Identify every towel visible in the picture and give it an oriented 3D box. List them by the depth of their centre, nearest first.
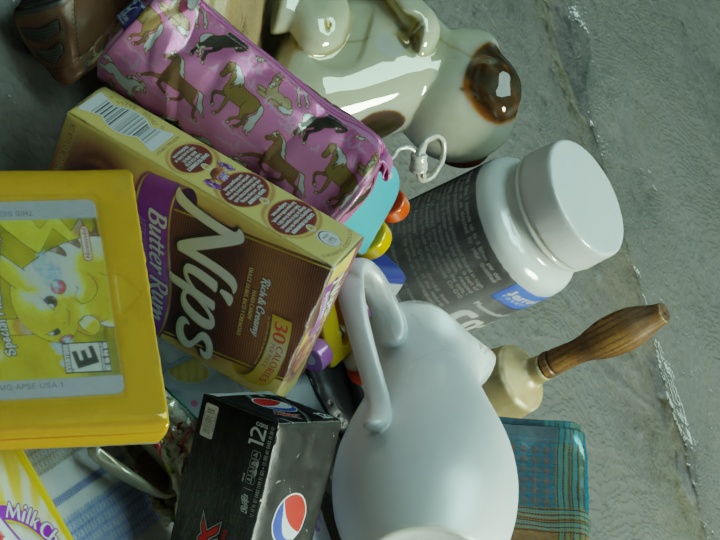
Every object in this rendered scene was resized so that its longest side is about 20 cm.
[{"bbox_3d":[-0.175,0.138,1.615,0.200,0.024,0.147,61,31,-5],"label":"towel"},{"bbox_3d":[0.087,0.182,1.764,0.147,0.022,0.200,6,52,-6],"label":"towel"}]

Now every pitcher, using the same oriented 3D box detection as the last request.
[{"bbox_3d":[0.030,0.103,1.688,0.172,0.121,0.200,49,28,-36],"label":"pitcher"}]

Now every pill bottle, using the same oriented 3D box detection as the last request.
[{"bbox_3d":[0.091,-0.018,1.950,0.114,0.200,0.114,35,43,-39],"label":"pill bottle"}]

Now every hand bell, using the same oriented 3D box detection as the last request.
[{"bbox_3d":[0.152,0.070,1.979,0.104,0.200,0.104,36,41,-39],"label":"hand bell"}]

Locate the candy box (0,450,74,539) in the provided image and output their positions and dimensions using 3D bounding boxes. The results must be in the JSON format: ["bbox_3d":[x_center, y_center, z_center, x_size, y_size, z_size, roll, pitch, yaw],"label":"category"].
[{"bbox_3d":[-0.197,0.201,1.516,0.102,0.026,0.200,-35,99,-46],"label":"candy box"}]

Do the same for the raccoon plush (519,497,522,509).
[{"bbox_3d":[0.045,0.222,1.774,0.200,0.134,0.097,-25,91,-59],"label":"raccoon plush"}]

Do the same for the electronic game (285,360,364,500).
[{"bbox_3d":[-0.026,0.088,1.826,0.200,0.042,0.200,56,16,-25],"label":"electronic game"}]

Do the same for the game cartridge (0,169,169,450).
[{"bbox_3d":[-0.222,0.021,1.525,0.200,0.032,0.176,-1,65,-22],"label":"game cartridge"}]

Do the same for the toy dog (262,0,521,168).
[{"bbox_3d":[0.023,-0.143,1.907,0.200,0.140,0.194,9,50,-13],"label":"toy dog"}]

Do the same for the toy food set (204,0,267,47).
[{"bbox_3d":[-0.104,-0.167,1.796,0.198,0.049,0.200,65,35,-79],"label":"toy food set"}]

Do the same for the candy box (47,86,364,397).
[{"bbox_3d":[-0.110,-0.017,1.646,0.200,0.117,0.056,29,32,8],"label":"candy box"}]

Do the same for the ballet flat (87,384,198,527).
[{"bbox_3d":[-0.156,0.082,1.601,0.200,0.076,0.064,46,65,-18],"label":"ballet flat"}]

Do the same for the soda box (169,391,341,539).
[{"bbox_3d":[-0.076,0.178,1.596,0.071,0.063,0.200,2,104,-55],"label":"soda box"}]

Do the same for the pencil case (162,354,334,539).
[{"bbox_3d":[-0.071,0.144,1.692,0.083,0.091,0.200,-16,73,-24],"label":"pencil case"}]

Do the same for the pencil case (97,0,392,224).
[{"bbox_3d":[-0.075,-0.103,1.666,0.200,0.087,0.083,39,60,-1],"label":"pencil case"}]

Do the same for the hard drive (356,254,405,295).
[{"bbox_3d":[-0.070,-0.030,1.829,0.132,0.025,0.200,43,21,29],"label":"hard drive"}]

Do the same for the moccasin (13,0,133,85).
[{"bbox_3d":[-0.171,-0.193,1.810,0.201,0.074,0.078,-63,135,-57],"label":"moccasin"}]

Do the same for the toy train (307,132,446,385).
[{"bbox_3d":[0.000,0.000,1.785,0.150,0.056,0.200,-13,115,-54],"label":"toy train"}]
